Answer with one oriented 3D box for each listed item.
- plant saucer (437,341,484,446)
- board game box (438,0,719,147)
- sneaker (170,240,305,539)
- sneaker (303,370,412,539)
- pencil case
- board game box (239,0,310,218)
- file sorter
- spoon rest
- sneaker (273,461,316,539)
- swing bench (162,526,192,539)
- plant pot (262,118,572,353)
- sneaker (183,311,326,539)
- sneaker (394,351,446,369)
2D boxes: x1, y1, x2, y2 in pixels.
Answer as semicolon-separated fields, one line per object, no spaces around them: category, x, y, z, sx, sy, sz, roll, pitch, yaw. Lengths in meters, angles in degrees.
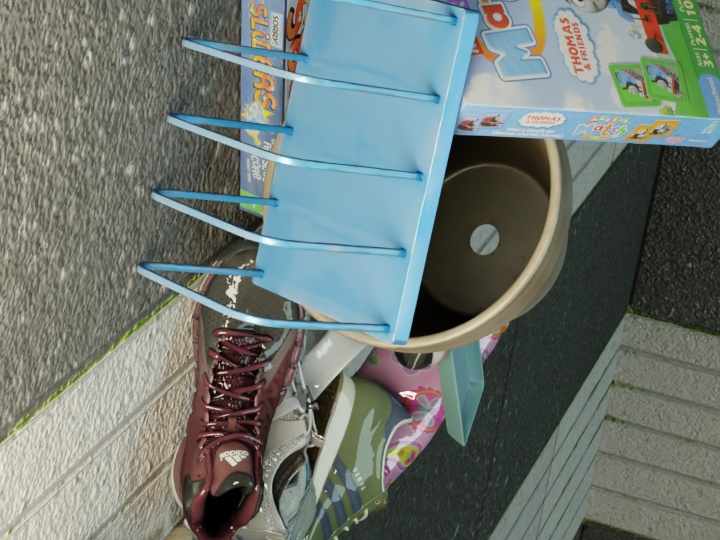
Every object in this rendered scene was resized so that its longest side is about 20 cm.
plant saucer;0.074;0.046;1.703;0.201;0.019;0.070;80;24;-44
board game box;0.125;-0.152;1.355;0.037;0.199;0.152;-50;-133;51
sneaker;-0.075;0.089;1.403;0.116;0.075;0.201;-110;-152;-69
sneaker;-0.018;0.181;1.705;0.067;0.089;0.201;14;-96;61
pencil case;0.041;0.090;1.808;0.200;0.087;0.088;-54;161;-14
board game box;-0.031;-0.148;1.444;0.135;0.034;0.201;-47;150;-42
file sorter;-0.039;-0.073;1.283;0.122;0.138;0.201;3;103;-42
spoon rest;-0.010;0.039;1.673;0.060;0.099;0.200;-31;-166;38
sneaker;-0.083;0.190;1.566;0.201;0.077;0.087;-74;168;-50
swing bench;-0.076;0.255;1.373;0.200;0.198;0.131;10;98;-76
plant pot;0.057;-0.035;1.439;0.173;0.199;0.201;28;77;-68
sneaker;-0.058;0.100;1.535;0.075;0.081;0.201;55;49;-72
sneaker;0.000;0.000;1.597;0.080;0.086;0.201;57;-8;51
